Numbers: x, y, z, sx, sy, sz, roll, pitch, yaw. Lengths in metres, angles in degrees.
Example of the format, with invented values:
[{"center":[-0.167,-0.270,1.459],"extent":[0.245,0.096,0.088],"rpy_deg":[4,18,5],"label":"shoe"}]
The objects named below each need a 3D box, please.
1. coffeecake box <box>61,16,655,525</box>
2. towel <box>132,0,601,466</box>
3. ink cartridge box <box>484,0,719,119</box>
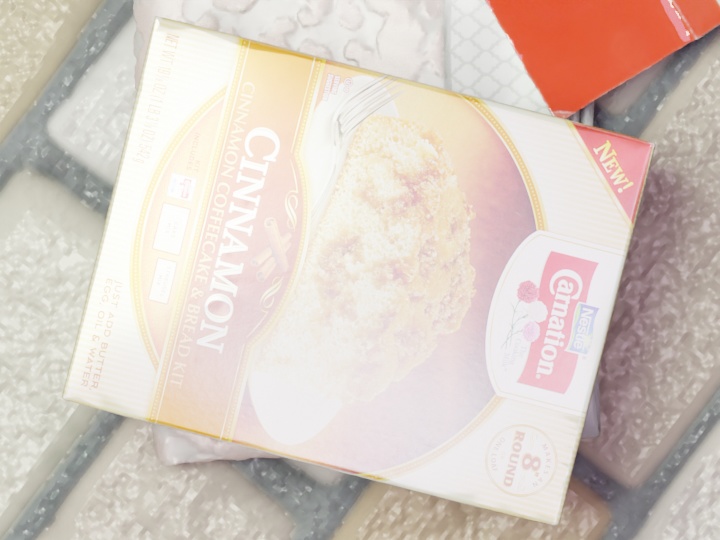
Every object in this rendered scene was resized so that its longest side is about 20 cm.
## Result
[{"center":[0.000,0.000,1.135],"extent":[0.199,0.073,0.154],"rpy_deg":[14,91,1],"label":"coffeecake box"},{"center":[0.003,-0.023,1.187],"extent":[0.190,0.032,0.201],"rpy_deg":[-2,92,3],"label":"towel"},{"center":[0.125,-0.179,1.150],"extent":[0.199,0.050,0.163],"rpy_deg":[-31,90,-9],"label":"ink cartridge box"}]
